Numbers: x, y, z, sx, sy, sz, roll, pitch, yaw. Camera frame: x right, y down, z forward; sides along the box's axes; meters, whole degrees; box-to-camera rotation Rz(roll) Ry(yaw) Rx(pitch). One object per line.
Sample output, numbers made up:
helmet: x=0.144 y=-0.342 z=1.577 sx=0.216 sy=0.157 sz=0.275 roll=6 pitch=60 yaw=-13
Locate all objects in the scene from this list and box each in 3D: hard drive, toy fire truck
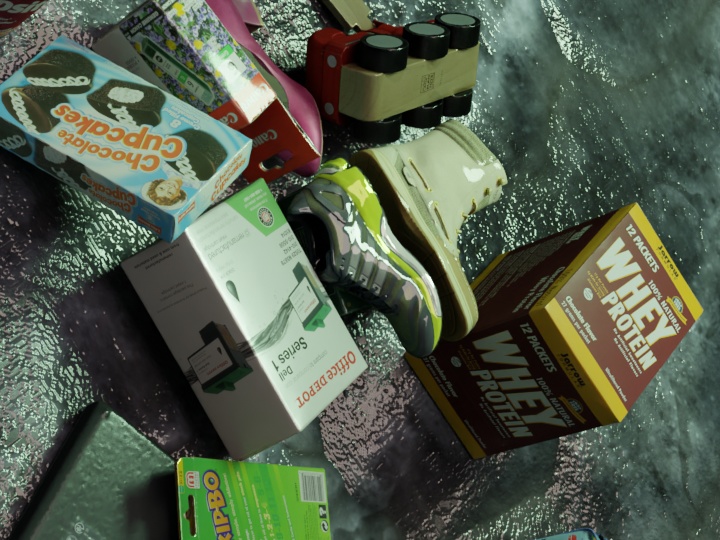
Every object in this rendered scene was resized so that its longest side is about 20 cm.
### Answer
hard drive: x=-0.208 y=0.225 z=1.242 sx=0.140 sy=0.033 sz=0.201 roll=42 pitch=52 yaw=-22
toy fire truck: x=-0.002 y=-0.227 z=1.526 sx=0.176 sy=0.199 sz=0.129 roll=-25 pitch=128 yaw=-44

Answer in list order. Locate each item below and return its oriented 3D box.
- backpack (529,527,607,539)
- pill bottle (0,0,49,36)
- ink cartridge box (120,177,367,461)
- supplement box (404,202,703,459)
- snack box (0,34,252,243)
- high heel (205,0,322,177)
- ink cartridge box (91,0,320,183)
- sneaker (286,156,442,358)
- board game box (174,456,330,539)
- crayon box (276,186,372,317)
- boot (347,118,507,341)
backpack: x=0.196 y=0.358 z=1.451 sx=0.200 sy=0.182 sz=0.135 roll=51 pitch=31 yaw=-33
pill bottle: x=-0.274 y=-0.271 z=1.242 sx=0.113 sy=0.200 sz=0.114 roll=15 pitch=66 yaw=-36
ink cartridge box: x=-0.096 y=0.042 z=1.346 sx=0.201 sy=0.084 sz=0.146 roll=60 pitch=32 yaw=-7
supplement box: x=0.192 y=0.061 z=1.528 sx=0.133 sy=0.200 sz=0.197 roll=56 pitch=48 yaw=-10
snack box: x=-0.204 y=-0.112 z=1.288 sx=0.199 sy=0.037 sz=0.116 roll=29 pitch=49 yaw=13
high heel: x=-0.105 y=-0.175 z=1.439 sx=0.096 sy=0.067 sz=0.201 roll=-11 pitch=78 yaw=-52
ink cartridge box: x=-0.138 y=-0.152 z=1.380 sx=0.200 sy=0.109 sz=0.050 roll=52 pitch=49 yaw=-14
sneaker: x=0.000 y=0.000 z=1.416 sx=0.081 sy=0.074 sz=0.200 roll=-36 pitch=93 yaw=-30
board game box: x=-0.093 y=0.212 z=1.317 sx=0.200 sy=0.030 sz=0.096 roll=17 pitch=63 yaw=-56
crayon box: x=0.023 y=-0.033 z=1.517 sx=0.199 sy=0.051 sz=0.126 roll=-16 pitch=86 yaw=-43
boot: x=0.089 y=-0.044 z=1.491 sx=0.154 sy=0.072 sz=0.201 roll=-24 pitch=84 yaw=-42
